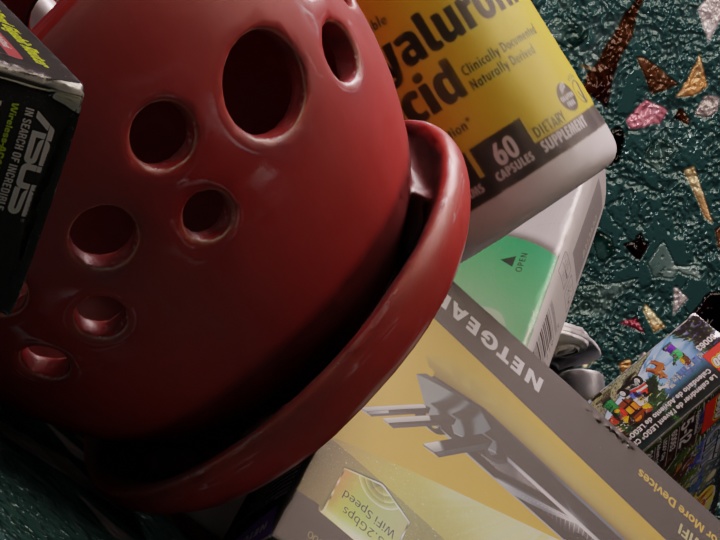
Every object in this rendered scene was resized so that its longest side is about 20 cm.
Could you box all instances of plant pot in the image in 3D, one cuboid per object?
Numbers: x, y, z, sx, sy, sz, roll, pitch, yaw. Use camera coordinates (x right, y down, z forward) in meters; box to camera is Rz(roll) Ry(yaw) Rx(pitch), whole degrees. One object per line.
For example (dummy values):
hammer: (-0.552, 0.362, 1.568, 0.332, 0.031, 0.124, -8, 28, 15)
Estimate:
plant pot: (-0.071, -0.033, 0.805, 0.182, 0.200, 0.200, 44, -1, -22)

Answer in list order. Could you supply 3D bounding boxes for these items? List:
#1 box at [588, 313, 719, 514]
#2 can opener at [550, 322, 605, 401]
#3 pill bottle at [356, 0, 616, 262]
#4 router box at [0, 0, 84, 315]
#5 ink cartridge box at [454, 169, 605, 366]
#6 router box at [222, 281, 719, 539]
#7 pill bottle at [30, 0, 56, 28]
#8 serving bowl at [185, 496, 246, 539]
box: (0.119, 0.125, 1.128, 0.038, 0.136, 0.200, 42, -25, 26)
can opener: (0.033, 0.076, 1.142, 0.053, 0.199, 0.067, 24, 51, -43)
pill bottle: (0.007, -0.102, 0.931, 0.201, 0.111, 0.111, 57, 0, -1)
router box: (-0.169, -0.062, 0.600, 0.149, 0.062, 0.200, 15, 12, -24)
ink cartridge box: (0.000, 0.000, 1.090, 0.199, 0.161, 0.050, 9, -39, 18)
router box: (0.054, 0.115, 0.849, 0.200, 0.052, 0.157, 41, 42, -11)
pill bottle: (-0.151, -0.054, 1.070, 0.120, 0.120, 0.200, 41, 0, 18)
serving bowl: (0.011, 0.096, 0.966, 0.199, 0.066, 0.200, 27, 2, -1)
